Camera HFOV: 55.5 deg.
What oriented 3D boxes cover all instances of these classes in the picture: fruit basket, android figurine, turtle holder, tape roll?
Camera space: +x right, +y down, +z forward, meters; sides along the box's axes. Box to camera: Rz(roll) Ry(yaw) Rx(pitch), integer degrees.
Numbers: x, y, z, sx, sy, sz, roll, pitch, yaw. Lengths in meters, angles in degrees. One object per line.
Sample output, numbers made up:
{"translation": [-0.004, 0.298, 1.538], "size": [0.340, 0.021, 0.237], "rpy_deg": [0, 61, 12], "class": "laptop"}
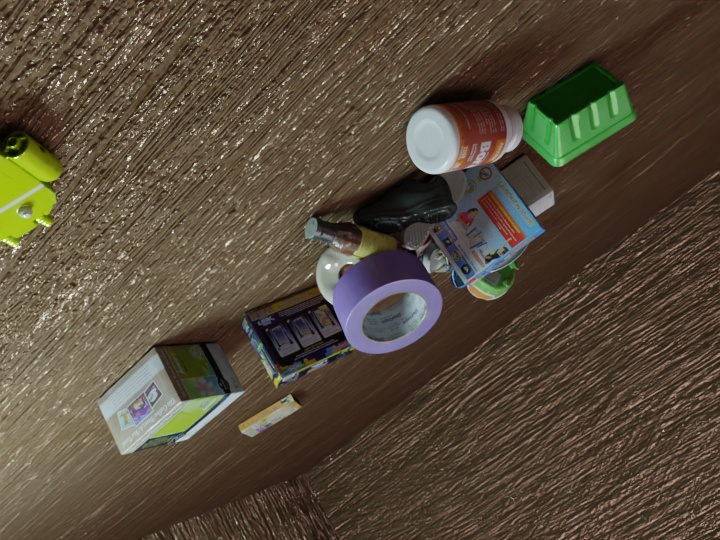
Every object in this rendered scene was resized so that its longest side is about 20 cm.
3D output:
{"translation": [0.432, -0.293, 1.386], "size": [0.215, 0.156, 0.216], "rpy_deg": [-21, 141, -18], "class": "fruit basket"}
{"translation": [-0.405, -0.078, 0.720], "size": [0.182, 0.041, 0.200], "rpy_deg": [-32, 159, -4], "class": "android figurine"}
{"translation": [0.382, 0.002, 2.053], "size": [0.141, 0.186, 0.132], "rpy_deg": [9, 146, -14], "class": "turtle holder"}
{"translation": [0.052, 0.063, 1.324], "size": [0.200, 0.085, 0.200], "rpy_deg": [-13, 135, -14], "class": "tape roll"}

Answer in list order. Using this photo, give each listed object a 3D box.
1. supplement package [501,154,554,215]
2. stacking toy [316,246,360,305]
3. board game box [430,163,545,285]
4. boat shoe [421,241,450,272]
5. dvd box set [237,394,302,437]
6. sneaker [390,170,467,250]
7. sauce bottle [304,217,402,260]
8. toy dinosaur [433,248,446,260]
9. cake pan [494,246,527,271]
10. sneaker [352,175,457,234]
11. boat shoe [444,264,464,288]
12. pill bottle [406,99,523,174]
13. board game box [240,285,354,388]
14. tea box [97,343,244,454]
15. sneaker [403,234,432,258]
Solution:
{"translation": [0.334, -0.154, 1.591], "size": [0.200, 0.114, 0.110], "rpy_deg": [-34, 161, 8], "class": "supplement package"}
{"translation": [0.000, 0.000, 1.463], "size": [0.146, 0.146, 0.200], "rpy_deg": [-38, 176, 16], "class": "stacking toy"}
{"translation": [0.251, -0.104, 1.449], "size": [0.196, 0.200, 0.056], "rpy_deg": [-38, 161, 18], "class": "board game box"}
{"translation": [0.184, -0.032, 1.641], "size": [0.200, 0.068, 0.075], "rpy_deg": [-36, 134, -68], "class": "boat shoe"}
{"translation": [-0.298, 0.484, 2.275], "size": [0.200, 0.029, 0.146], "rpy_deg": [-31, 161, -4], "class": "dvd box set"}
{"translation": [0.128, -0.131, 1.406], "size": [0.200, 0.075, 0.105], "rpy_deg": [-53, -157, -10], "class": "sneaker"}
{"translation": [-0.011, -0.056, 1.285], "size": [0.200, 0.066, 0.066], "rpy_deg": [17, 131, -38], "class": "sauce bottle"}
{"translation": [0.218, -0.115, 1.539], "size": [0.200, 0.088, 0.047], "rpy_deg": [-51, 170, 28], "class": "toy dinosaur"}
{"translation": [0.322, -0.078, 1.684], "size": [0.200, 0.200, 0.037], "rpy_deg": [-35, 124, 7], "class": "cake pan"}
{"translation": [0.082, -0.128, 1.320], "size": [0.200, 0.091, 0.076], "rpy_deg": [-11, 158, 4], "class": "sneaker"}
{"translation": [0.244, -0.028, 1.584], "size": [0.200, 0.069, 0.084], "rpy_deg": [117, -2, -57], "class": "boat shoe"}
{"translation": [0.183, -0.231, 1.163], "size": [0.200, 0.112, 0.112], "rpy_deg": [-17, 156, -38], "class": "pill bottle"}
{"translation": [-0.132, 0.138, 1.485], "size": [0.200, 0.165, 0.057], "rpy_deg": [-21, 156, -31], "class": "board game box"}
{"translation": [-0.393, 0.262, 1.426], "size": [0.200, 0.134, 0.197], "rpy_deg": [-40, 161, 20], "class": "tea box"}
{"translation": [0.092, -0.036, 1.462], "size": [0.200, 0.081, 0.075], "rpy_deg": [-56, 168, -47], "class": "sneaker"}
